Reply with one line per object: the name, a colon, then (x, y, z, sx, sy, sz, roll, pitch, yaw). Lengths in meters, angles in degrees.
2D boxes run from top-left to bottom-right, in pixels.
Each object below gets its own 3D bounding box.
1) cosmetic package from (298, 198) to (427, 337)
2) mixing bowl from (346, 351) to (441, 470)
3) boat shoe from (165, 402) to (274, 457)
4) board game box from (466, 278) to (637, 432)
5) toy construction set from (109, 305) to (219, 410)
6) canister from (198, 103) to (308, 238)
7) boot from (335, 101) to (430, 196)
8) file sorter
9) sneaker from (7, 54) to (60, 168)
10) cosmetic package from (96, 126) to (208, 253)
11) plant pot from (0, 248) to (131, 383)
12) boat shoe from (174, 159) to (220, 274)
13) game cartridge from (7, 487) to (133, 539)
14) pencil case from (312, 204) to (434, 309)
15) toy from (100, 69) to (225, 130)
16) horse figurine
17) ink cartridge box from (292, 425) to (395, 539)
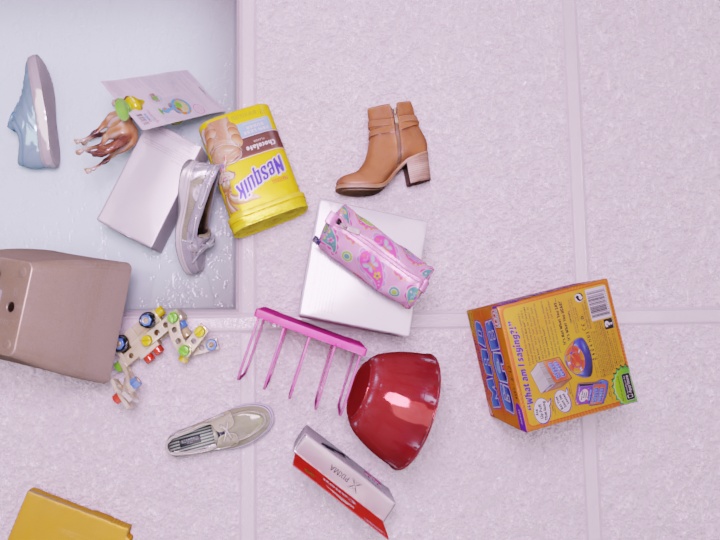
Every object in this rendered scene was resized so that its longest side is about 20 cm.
cosmetic package: (0.000, 0.000, 1.106, 0.194, 0.123, 0.206, 12, 84, -5)
mixing bowl: (0.043, 0.217, 1.043, 0.106, 0.200, 0.205, 23, 83, -13)
boat shoe: (-0.246, 0.289, 1.087, 0.195, 0.062, 0.074, -18, 87, -8)
board game box: (0.323, 0.143, 1.084, 0.194, 0.200, 0.206, -13, 86, -6)
toy construction set: (-0.358, 0.144, 1.083, 0.199, 0.092, 0.132, -40, 90, -18)
canister: (-0.196, -0.182, 1.121, 0.145, 0.087, 0.205, -20, 85, -12)
boot: (0.032, -0.228, 1.151, 0.194, 0.077, 0.160, -14, 88, -9)
file sorter: (-0.103, 0.158, 1.077, 0.195, 0.139, 0.129, 20, 86, -3)
sneaker: (-0.593, -0.283, 1.103, 0.079, 0.074, 0.207, -7, 85, -9)
cosmetic package: (-0.368, -0.148, 1.108, 0.111, 0.081, 0.204, 27, 84, -2)
plant pot: (-0.519, 0.063, 0.993, 0.194, 0.177, 0.206, 8, 84, 19)
boat shoe: (-0.282, -0.088, 1.084, 0.063, 0.075, 0.208, 9, 108, 5)
game cartridge: (-0.510, 0.496, 1.064, 0.195, 0.032, 0.181, 22, 83, -5)
pencil case: (0.022, -0.024, 1.008, 0.198, 0.087, 0.088, 36, 83, -2)
toy: (-0.348, -0.293, 1.094, 0.115, 0.199, 0.047, 46, 124, 7)
horse figurine: (-0.437, -0.240, 1.082, 0.131, 0.201, 0.051, -32, 128, -5)
ink cartridge box: (-0.027, 0.351, 1.046, 0.198, 0.174, 0.044, 38, 83, -1)
